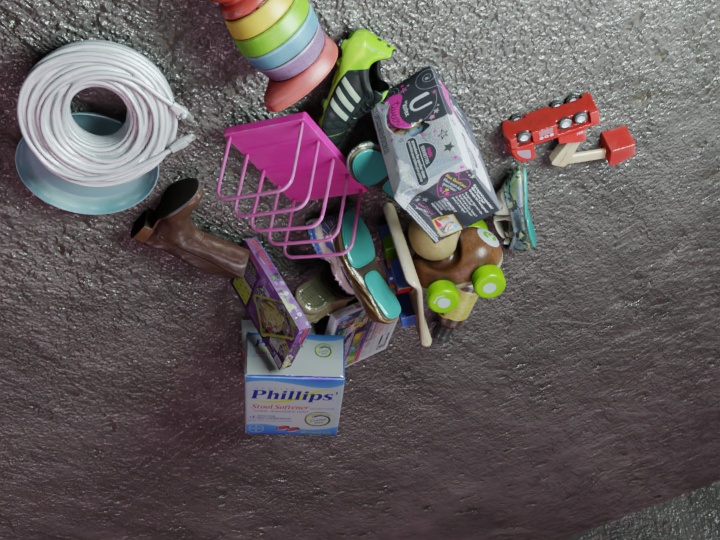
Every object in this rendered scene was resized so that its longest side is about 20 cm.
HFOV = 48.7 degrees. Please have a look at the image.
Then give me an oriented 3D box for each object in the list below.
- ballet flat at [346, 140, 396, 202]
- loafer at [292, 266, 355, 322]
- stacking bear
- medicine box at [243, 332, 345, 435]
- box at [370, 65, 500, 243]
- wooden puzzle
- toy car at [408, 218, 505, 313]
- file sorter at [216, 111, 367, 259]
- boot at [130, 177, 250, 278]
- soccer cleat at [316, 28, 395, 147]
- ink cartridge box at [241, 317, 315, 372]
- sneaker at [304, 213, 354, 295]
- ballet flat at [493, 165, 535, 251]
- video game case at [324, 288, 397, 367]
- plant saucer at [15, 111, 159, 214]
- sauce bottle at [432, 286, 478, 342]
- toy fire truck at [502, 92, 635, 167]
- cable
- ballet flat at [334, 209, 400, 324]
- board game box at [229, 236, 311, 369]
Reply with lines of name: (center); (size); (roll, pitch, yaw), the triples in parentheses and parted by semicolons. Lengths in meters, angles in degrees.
ballet flat: (0.028, -0.161, 1.225); (0.074, 0.075, 0.200); (-26, 152, 18)
loafer: (-0.074, 0.047, 1.415); (0.067, 0.076, 0.200); (-40, 169, 26)
stacking bear: (-0.125, -0.318, 0.978); (0.113, 0.122, 0.200); (-24, 133, 20)
medicine box: (-0.126, 0.215, 1.494); (0.181, 0.103, 0.201); (2, 139, -6)
box: (0.105, -0.168, 1.143); (0.114, 0.201, 0.132); (-28, 140, 18)
wooden puzzle: (0.070, 0.012, 1.372); (0.046, 0.186, 0.201); (-17, 142, 1)
toy car: (0.145, -0.063, 1.336); (0.157, 0.165, 0.201); (-19, 129, 10)
file sorter: (-0.100, -0.115, 1.174); (0.138, 0.126, 0.200); (-5, 153, 27)
boot: (-0.244, -0.058, 1.297); (0.199, 0.065, 0.186); (30, 140, -34)
soccer cleat: (-0.008, -0.242, 1.119); (0.081, 0.068, 0.201); (25, 137, 4)
ink cartridge box: (-0.164, 0.181, 1.608); (0.144, 0.084, 0.201); (-5, 141, -9)
sneaker: (-0.018, -0.029, 1.392); (0.085, 0.077, 0.200); (-25, 141, 11)
ballet flat: (0.260, -0.099, 1.370); (0.074, 0.075, 0.201); (-16, 139, 6)
video game case: (-0.001, 0.120, 1.560); (0.181, 0.023, 0.201); (-22, 148, -32)
plant saucer: (-0.398, -0.159, 1.167); (0.199, 0.028, 0.201); (-7, 141, -6)
sauce bottle: (0.188, 0.071, 1.576); (0.064, 0.065, 0.201); (1, 139, -15)
toy fire truck: (0.333, -0.210, 1.272); (0.199, 0.049, 0.141); (-18, 142, 9)
cable: (-0.345, -0.208, 1.055); (0.199, 0.069, 0.200); (-34, 126, 7)
ballet flat: (0.000, 0.000, 1.319); (0.068, 0.201, 0.072); (-29, -178, -35)
board game box: (-0.158, 0.056, 1.363); (0.032, 0.201, 0.120); (-17, 151, -32)
